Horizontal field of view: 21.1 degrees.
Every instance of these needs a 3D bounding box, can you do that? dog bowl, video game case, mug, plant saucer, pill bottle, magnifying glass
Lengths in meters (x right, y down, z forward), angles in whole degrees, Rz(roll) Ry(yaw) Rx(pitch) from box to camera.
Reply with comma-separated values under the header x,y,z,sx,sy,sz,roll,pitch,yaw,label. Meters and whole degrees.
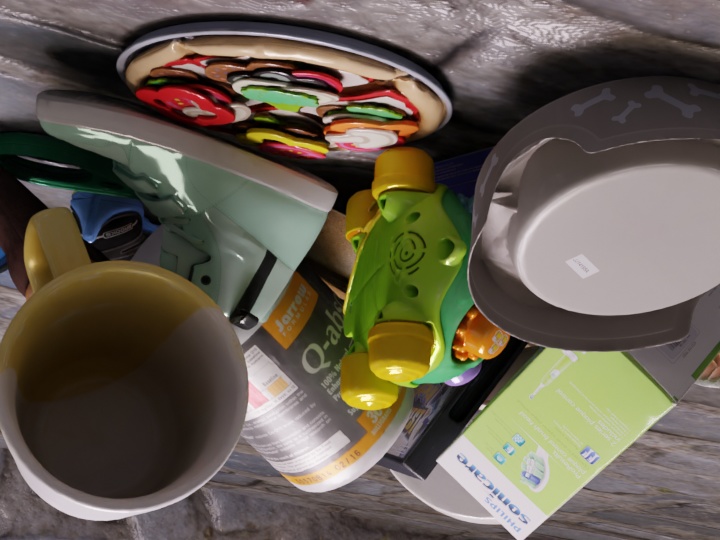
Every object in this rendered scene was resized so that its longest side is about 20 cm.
x,y,z,sx,sy,sz,roll,pitch,yaw,label
0.155,-0.032,1.099,0.199,0.059,0.200,-4,143,-3,dog bowl
0.071,0.071,1.442,0.025,0.181,0.200,39,172,-8,video game case
-0.151,0.071,1.197,0.149,0.187,0.153,13,160,-9,mug
0.000,0.000,1.384,0.200,0.036,0.200,27,173,4,plant saucer
-0.064,0.050,1.325,0.116,0.117,0.200,-8,133,50,pill bottle
-0.171,-0.065,1.390,0.200,0.022,0.080,16,165,-26,magnifying glass

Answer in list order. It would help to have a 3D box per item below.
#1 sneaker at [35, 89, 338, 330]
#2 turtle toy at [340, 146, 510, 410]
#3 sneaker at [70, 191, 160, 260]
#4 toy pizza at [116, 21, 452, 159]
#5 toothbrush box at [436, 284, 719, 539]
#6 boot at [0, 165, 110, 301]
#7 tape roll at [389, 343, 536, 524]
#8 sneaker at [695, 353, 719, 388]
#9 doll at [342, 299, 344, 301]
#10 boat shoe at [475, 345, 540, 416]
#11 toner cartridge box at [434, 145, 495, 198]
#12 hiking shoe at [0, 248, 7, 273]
x,y,z,sx,sy,sz,roll,pitch,yaw,label
-0.121,-0.032,1.187,0.200,0.118,0.074,22,-173,-24,sneaker
0.042,0.016,1.215,0.101,0.146,0.200,6,162,-11,turtle toy
-0.186,-0.004,1.514,0.071,0.083,0.200,6,167,13,sneaker
-0.046,-0.098,1.140,0.200,0.032,0.200,7,167,2,toy pizza
0.160,0.070,1.287,0.086,0.146,0.200,45,137,4,toothbrush box
-0.200,0.000,1.374,0.072,0.166,0.200,-38,162,1,boot
0.106,0.102,1.551,0.202,0.203,0.037,4,167,13,tape roll
0.230,0.045,1.393,0.200,0.072,0.080,8,180,35,sneaker
-0.032,0.032,1.531,0.199,0.137,0.048,12,-148,24,doll
0.170,0.092,1.469,0.200,0.063,0.073,-14,-147,-25,boat shoe
0.101,-0.037,1.253,0.095,0.043,0.200,30,158,-28,toner cartridge box
-0.333,-0.037,1.470,0.200,0.075,0.087,19,164,-41,hiking shoe
